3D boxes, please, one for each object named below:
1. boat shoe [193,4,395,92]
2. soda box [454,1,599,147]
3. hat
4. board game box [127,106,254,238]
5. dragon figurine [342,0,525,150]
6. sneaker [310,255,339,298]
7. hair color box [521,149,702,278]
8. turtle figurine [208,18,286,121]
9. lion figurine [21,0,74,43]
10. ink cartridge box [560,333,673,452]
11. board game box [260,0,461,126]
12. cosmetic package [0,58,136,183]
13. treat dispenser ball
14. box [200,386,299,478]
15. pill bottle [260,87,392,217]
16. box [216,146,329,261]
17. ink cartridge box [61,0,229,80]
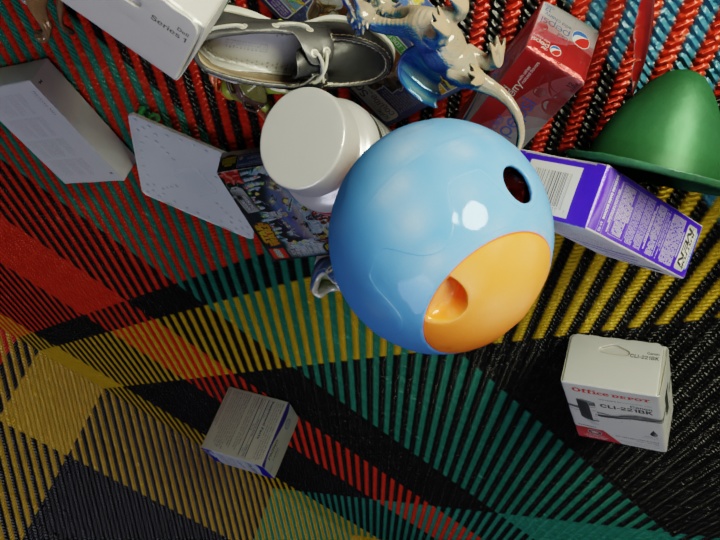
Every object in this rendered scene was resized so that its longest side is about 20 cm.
[{"bbox_3d":[-0.061,-0.202,0.658,0.195,0.061,0.075,9,128,-13],"label":"boat shoe"},{"bbox_3d":[0.147,-0.163,0.695,0.062,0.071,0.200,28,151,-6],"label":"soda box"},{"bbox_3d":[0.288,-0.172,0.636,0.162,0.180,0.200,14,-172,10],"label":"hat"},{"bbox_3d":[-0.243,-0.142,1.056,0.196,0.026,0.201,23,151,1],"label":"board game box"},{"bbox_3d":[0.072,-0.188,0.628,0.199,0.059,0.099,42,160,-24],"label":"dragon figurine"},{"bbox_3d":[0.000,0.000,1.067,0.198,0.078,0.076,-13,134,45],"label":"sneaker"},{"bbox_3d":[0.246,-0.055,0.710,0.198,0.066,0.109,19,-177,-40],"label":"hair color box"},{"bbox_3d":[-0.120,-0.218,0.764,0.160,0.065,0.201,-1,132,51],"label":"turtle figurine"},{"bbox_3d":[-0.404,-0.352,0.792,0.197,0.074,0.122,23,144,-31],"label":"lion figurine"},{"bbox_3d":[0.402,0.192,1.091,0.142,0.085,0.201,5,146,30],"label":"ink cartridge box"},{"bbox_3d":[0.008,-0.241,0.700,0.199,0.035,0.134,40,148,-28],"label":"board game box"},{"bbox_3d":[-0.457,-0.217,1.058,0.148,0.052,0.201,5,147,33],"label":"cosmetic package"},{"bbox_3d":[0.070,-0.029,0.619,0.197,0.204,0.202,17,151,10],"label":"treat dispenser ball"},{"bbox_3d":[-0.295,0.436,1.895,0.196,0.187,0.106,10,148,23],"label":"box"},{"bbox_3d":[-0.014,-0.110,0.738,0.112,0.117,0.199,6,177,27],"label":"pill bottle"},{"bbox_3d":[-0.098,-0.092,0.989,0.134,0.041,0.201,-6,143,18],"label":"box"},{"bbox_3d":[-0.158,-0.283,0.575,0.145,0.203,0.084,32,149,-18],"label":"ink cartridge box"}]
